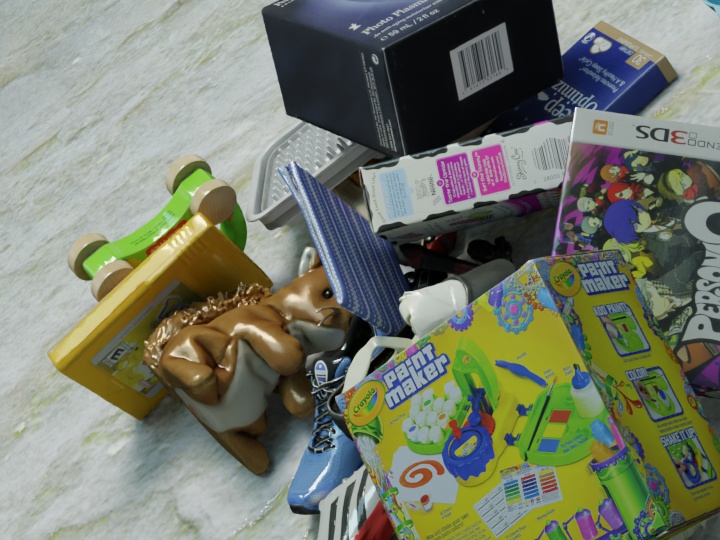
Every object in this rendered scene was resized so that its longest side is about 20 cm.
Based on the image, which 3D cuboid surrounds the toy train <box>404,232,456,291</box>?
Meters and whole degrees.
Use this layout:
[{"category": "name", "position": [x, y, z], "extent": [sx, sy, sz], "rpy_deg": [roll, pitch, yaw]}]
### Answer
[{"category": "toy train", "position": [0.068, -0.031, 1.537], "extent": [0.045, 0.034, 0.201], "rpy_deg": [-19, 40, 28]}]

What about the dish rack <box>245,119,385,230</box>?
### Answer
[{"category": "dish rack", "position": [-0.028, -0.126, 1.653], "extent": [0.199, 0.044, 0.172], "rpy_deg": [-36, 25, 20]}]

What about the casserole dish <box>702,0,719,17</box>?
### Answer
[{"category": "casserole dish", "position": [0.397, -0.291, 1.484], "extent": [0.201, 0.039, 0.121], "rpy_deg": [-53, 34, -16]}]

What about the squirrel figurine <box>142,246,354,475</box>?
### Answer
[{"category": "squirrel figurine", "position": [-0.098, 0.059, 1.523], "extent": [0.187, 0.142, 0.199], "rpy_deg": [-44, 35, -14]}]

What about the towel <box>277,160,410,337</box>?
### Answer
[{"category": "towel", "position": [0.000, 0.000, 1.384], "extent": [0.024, 0.200, 0.146], "rpy_deg": [-30, 62, 13]}]

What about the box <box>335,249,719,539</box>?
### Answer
[{"category": "box", "position": [0.119, 0.120, 1.114], "extent": [0.199, 0.121, 0.194], "rpy_deg": [-36, 72, 35]}]

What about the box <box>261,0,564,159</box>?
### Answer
[{"category": "box", "position": [0.047, -0.213, 1.517], "extent": [0.199, 0.124, 0.198], "rpy_deg": [-30, 33, -26]}]

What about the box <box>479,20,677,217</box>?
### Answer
[{"category": "box", "position": [0.192, -0.145, 1.540], "extent": [0.200, 0.032, 0.121], "rpy_deg": [-44, 33, 0]}]

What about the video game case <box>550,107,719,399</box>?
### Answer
[{"category": "video game case", "position": [0.232, -0.012, 1.204], "extent": [0.179, 0.036, 0.202], "rpy_deg": [9, 77, 10]}]

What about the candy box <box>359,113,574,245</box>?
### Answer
[{"category": "candy box", "position": [0.108, -0.077, 1.407], "extent": [0.198, 0.062, 0.136], "rpy_deg": [-14, -6, 8]}]

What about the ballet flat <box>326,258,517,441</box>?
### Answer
[{"category": "ballet flat", "position": [0.046, 0.062, 1.312], "extent": [0.200, 0.068, 0.068], "rpy_deg": [-50, 38, 13]}]

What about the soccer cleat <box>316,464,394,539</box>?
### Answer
[{"category": "soccer cleat", "position": [0.012, 0.184, 1.326], "extent": [0.085, 0.069, 0.201], "rpy_deg": [15, 68, 45]}]

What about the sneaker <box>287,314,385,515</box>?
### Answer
[{"category": "sneaker", "position": [-0.021, 0.121, 1.410], "extent": [0.078, 0.089, 0.201], "rpy_deg": [-8, 46, 42]}]

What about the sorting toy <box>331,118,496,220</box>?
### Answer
[{"category": "sorting toy", "position": [0.054, -0.130, 1.616], "extent": [0.185, 0.037, 0.200], "rpy_deg": [-44, 18, -1]}]

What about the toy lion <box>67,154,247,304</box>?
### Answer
[{"category": "toy lion", "position": [-0.193, 0.011, 1.627], "extent": [0.200, 0.192, 0.069], "rpy_deg": [-40, 53, -11]}]

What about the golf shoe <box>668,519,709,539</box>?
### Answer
[{"category": "golf shoe", "position": [0.172, 0.133, 1.191], "extent": [0.078, 0.097, 0.200], "rpy_deg": [-44, 35, -6]}]

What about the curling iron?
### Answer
[{"category": "curling iron", "position": [0.058, -0.016, 1.488], "extent": [0.198, 0.026, 0.049], "rpy_deg": [6, 30, 38]}]

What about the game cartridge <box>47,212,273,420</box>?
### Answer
[{"category": "game cartridge", "position": [-0.188, 0.050, 1.594], "extent": [0.200, 0.176, 0.032], "rpy_deg": [-42, 61, 2]}]
